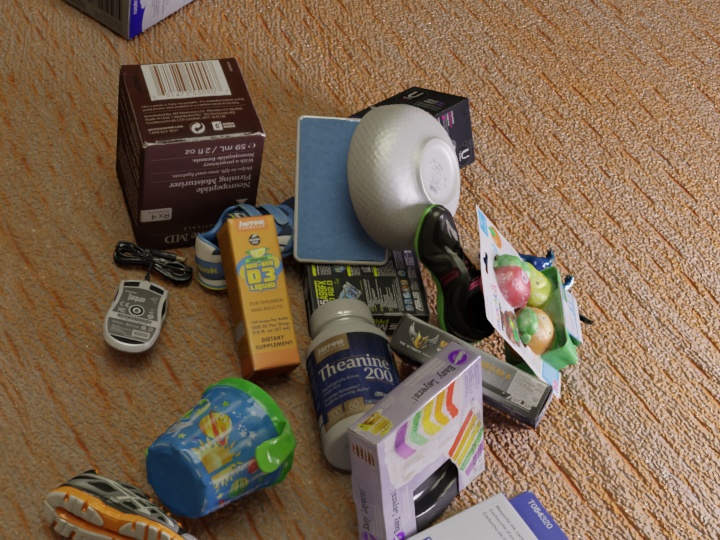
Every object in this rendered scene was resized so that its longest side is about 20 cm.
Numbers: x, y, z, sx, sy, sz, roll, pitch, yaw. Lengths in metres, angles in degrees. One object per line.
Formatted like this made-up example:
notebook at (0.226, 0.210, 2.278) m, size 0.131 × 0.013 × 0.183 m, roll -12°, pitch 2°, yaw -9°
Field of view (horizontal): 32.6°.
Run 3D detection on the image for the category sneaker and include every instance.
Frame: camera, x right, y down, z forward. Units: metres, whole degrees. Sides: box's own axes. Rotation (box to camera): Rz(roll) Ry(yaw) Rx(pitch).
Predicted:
sneaker at (0.132, 0.003, 1.618) m, size 0.084 × 0.200 × 0.077 m, roll -1°, pitch 26°, yaw 46°
sneaker at (-0.245, 0.279, 1.359) m, size 0.200 × 0.078 × 0.077 m, roll 29°, pitch 27°, yaw 4°
sneaker at (-0.137, -0.054, 1.656) m, size 0.200 × 0.082 × 0.074 m, roll -35°, pitch 44°, yaw -23°

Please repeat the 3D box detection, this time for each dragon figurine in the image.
dragon figurine at (0.239, 0.023, 1.711) m, size 0.099 × 0.059 × 0.200 m, roll -12°, pitch 51°, yaw -22°

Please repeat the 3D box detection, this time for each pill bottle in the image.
pill bottle at (-0.007, 0.135, 1.515) m, size 0.111 × 0.111 × 0.200 m, roll -2°, pitch 49°, yaw -14°

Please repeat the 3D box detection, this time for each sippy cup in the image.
sippy cup at (-0.165, 0.207, 1.381) m, size 0.140 × 0.178 × 0.130 m, roll 45°, pitch 41°, yaw 13°

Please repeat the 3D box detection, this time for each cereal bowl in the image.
cereal bowl at (0.074, -0.127, 1.654) m, size 0.083 × 0.200 × 0.200 m, roll -4°, pitch 35°, yaw 37°

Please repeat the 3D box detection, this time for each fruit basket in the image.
fruit basket at (0.205, 0.036, 1.545) m, size 0.094 × 0.200 × 0.185 m, roll -19°, pitch 45°, yaw 20°

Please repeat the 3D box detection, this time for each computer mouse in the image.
computer mouse at (-0.286, 0.043, 1.588) m, size 0.109 × 0.044 × 0.200 m, roll 15°, pitch 41°, yaw -5°

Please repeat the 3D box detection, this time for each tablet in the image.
tablet at (-0.025, -0.108, 1.665) m, size 0.130 × 0.014 × 0.200 m, roll 2°, pitch 84°, yaw -11°

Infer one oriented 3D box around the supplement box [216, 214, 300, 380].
supplement box at (-0.130, 0.033, 1.561) m, size 0.066 × 0.069 × 0.200 m, roll -8°, pitch 75°, yaw -18°

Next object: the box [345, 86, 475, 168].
box at (0.055, -0.181, 1.802) m, size 0.200 × 0.106 × 0.122 m, roll -30°, pitch 34°, yaw -32°

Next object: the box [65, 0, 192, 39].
box at (-0.377, -0.498, 2.022) m, size 0.184 × 0.105 × 0.200 m, roll 33°, pitch 50°, yaw 18°

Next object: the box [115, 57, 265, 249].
box at (-0.235, -0.159, 1.675) m, size 0.166 × 0.200 × 0.164 m, roll -8°, pitch 50°, yaw -19°

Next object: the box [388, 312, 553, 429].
box at (0.140, 0.127, 1.529) m, size 0.200 × 0.158 × 0.048 m, roll 27°, pitch 85°, yaw 13°

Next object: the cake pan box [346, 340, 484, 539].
cake pan box at (0.067, 0.208, 1.410) m, size 0.052 × 0.200 × 0.184 m, roll 28°, pitch 48°, yaw 36°

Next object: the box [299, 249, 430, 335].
box at (0.000, 0.000, 1.689) m, size 0.160 × 0.044 × 0.200 m, roll 0°, pitch 48°, yaw -12°

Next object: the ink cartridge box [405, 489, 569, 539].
ink cartridge box at (0.180, 0.352, 1.407) m, size 0.200 × 0.043 × 0.196 m, roll -22°, pitch 55°, yaw -27°
